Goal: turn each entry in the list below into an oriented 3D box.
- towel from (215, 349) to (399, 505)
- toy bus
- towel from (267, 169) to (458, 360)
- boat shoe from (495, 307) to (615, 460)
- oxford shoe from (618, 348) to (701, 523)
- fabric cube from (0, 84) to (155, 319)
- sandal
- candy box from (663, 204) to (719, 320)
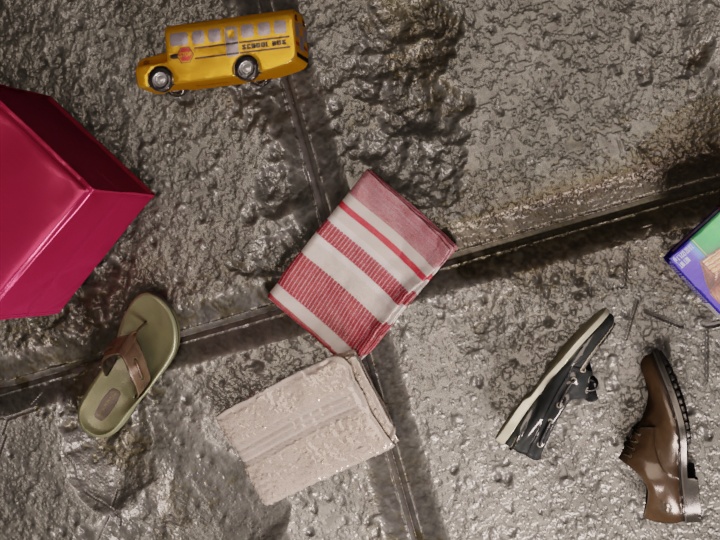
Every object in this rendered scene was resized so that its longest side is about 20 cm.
[{"bbox_3d":[-0.064,0.189,1.459,0.200,0.034,0.133,-29,89,16],"label":"towel"},{"bbox_3d":[-0.166,-0.257,1.455,0.200,0.065,0.078,-5,91,11],"label":"toy bus"},{"bbox_3d":[0.000,0.000,1.455,0.144,0.023,0.200,41,99,8],"label":"towel"},{"bbox_3d":[0.237,0.134,1.387,0.066,0.075,0.199,38,99,5],"label":"boat shoe"},{"bbox_3d":[0.330,0.189,1.371,0.084,0.073,0.200,-7,91,13],"label":"oxford shoe"},{"bbox_3d":[-0.403,-0.081,1.441,0.196,0.200,0.199,44,99,8],"label":"fabric cube"},{"bbox_3d":[-0.286,0.121,1.498,0.080,0.057,0.201,29,97,9],"label":"sandal"},{"bbox_3d":[0.464,0.003,1.335,0.169,0.077,0.200,-44,85,9],"label":"candy box"}]
